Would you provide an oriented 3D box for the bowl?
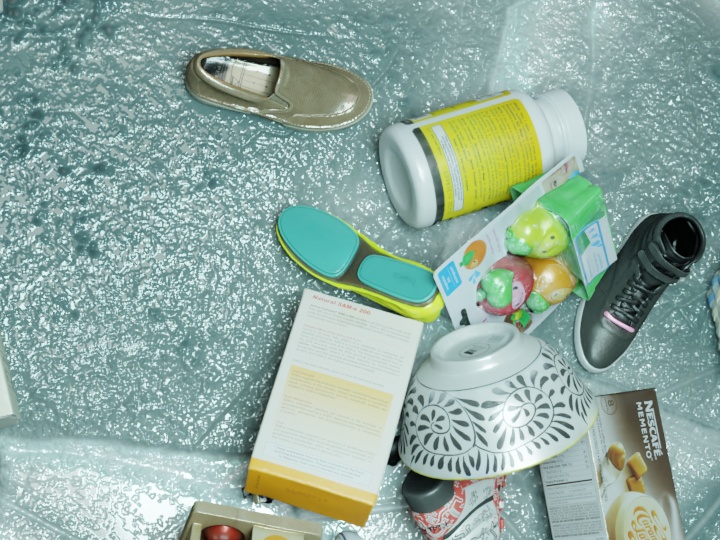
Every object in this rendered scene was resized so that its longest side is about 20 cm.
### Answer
[{"bbox_3d":[0.121,0.110,1.267,0.200,0.201,0.094,-22,110,-15],"label":"bowl"}]

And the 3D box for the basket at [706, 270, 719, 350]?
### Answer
[{"bbox_3d":[0.471,0.069,1.388,0.176,0.139,0.200,-8,50,-13],"label":"basket"}]

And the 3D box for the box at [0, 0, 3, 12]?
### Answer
[{"bbox_3d":[-0.447,-0.336,1.290,0.109,0.128,0.200,-29,87,-16],"label":"box"}]

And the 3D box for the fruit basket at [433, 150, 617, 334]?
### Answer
[{"bbox_3d":[0.172,0.001,1.341,0.094,0.185,0.200,30,66,38],"label":"fruit basket"}]

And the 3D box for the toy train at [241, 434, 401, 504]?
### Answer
[{"bbox_3d":[-0.021,0.195,1.318,0.200,0.046,0.034,-15,83,-14],"label":"toy train"}]

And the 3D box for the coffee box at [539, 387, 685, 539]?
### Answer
[{"bbox_3d":[0.254,0.227,1.335,0.114,0.080,0.201,-2,78,-38],"label":"coffee box"}]

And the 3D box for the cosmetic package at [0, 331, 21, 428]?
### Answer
[{"bbox_3d":[-0.379,0.053,1.241,0.071,0.105,0.200,-13,81,-13],"label":"cosmetic package"}]

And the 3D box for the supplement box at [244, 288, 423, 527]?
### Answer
[{"bbox_3d":[-0.025,0.132,1.284,0.126,0.074,0.200,17,61,1],"label":"supplement box"}]

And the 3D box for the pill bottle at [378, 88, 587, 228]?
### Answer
[{"bbox_3d":[0.129,-0.123,1.378,0.200,0.112,0.113,-18,83,-14],"label":"pill bottle"}]

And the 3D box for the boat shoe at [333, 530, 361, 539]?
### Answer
[{"bbox_3d":[-0.032,0.354,1.276,0.070,0.071,0.201,4,85,-14],"label":"boat shoe"}]

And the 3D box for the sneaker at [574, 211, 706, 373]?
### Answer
[{"bbox_3d":[0.295,0.015,1.393,0.071,0.099,0.200,33,76,-6],"label":"sneaker"}]

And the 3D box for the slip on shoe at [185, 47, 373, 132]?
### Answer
[{"bbox_3d":[-0.082,-0.194,1.374,0.199,0.061,0.076,12,77,-10],"label":"slip on shoe"}]

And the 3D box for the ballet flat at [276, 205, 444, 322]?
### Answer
[{"bbox_3d":[0.000,0.000,1.343,0.200,0.067,0.067,27,72,23],"label":"ballet flat"}]

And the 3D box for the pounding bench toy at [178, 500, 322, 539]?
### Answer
[{"bbox_3d":[-0.123,0.330,1.238,0.124,0.200,0.156,13,45,-12],"label":"pounding bench toy"}]

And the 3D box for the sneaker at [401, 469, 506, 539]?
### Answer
[{"bbox_3d":[0.123,0.204,1.343,0.201,0.067,0.108,-44,121,-37],"label":"sneaker"}]
